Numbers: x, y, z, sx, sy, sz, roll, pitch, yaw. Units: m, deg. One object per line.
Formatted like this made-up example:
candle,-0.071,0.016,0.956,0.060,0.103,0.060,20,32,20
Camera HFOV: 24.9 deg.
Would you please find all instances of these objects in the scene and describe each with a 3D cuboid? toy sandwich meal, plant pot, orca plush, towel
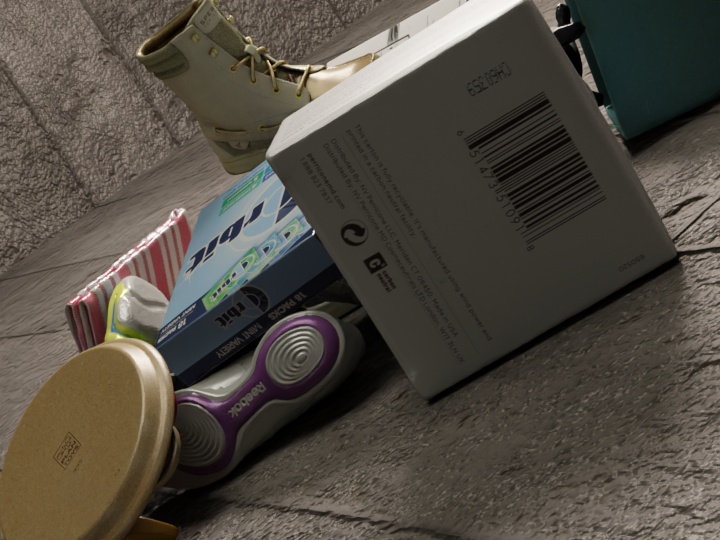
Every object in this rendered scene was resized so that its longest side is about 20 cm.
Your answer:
toy sandwich meal,-0.190,0.145,1.181,0.205,0.070,0.206,-27,48,33
plant pot,0.283,-0.220,1.360,0.199,0.142,0.141,-20,14,7
orca plush,0.177,-0.168,1.360,0.200,0.071,0.106,87,-152,-81
towel,-0.205,0.046,1.523,0.030,0.147,0.200,7,31,24

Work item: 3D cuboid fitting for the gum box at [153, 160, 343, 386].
gum box,-0.071,-0.024,1.257,0.170,0.045,0.200,-35,24,27

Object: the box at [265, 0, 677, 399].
box,0.074,-0.058,1.094,0.200,0.199,0.131,-31,12,11

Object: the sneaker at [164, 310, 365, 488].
sneaker,-0.077,0.102,1.213,0.200,0.075,0.100,-33,-13,17

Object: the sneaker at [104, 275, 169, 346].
sneaker,-0.209,0.093,1.403,0.105,0.076,0.200,-39,34,20

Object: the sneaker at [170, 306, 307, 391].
sneaker,-0.115,0.100,1.305,0.200,0.076,0.088,-30,-2,-3

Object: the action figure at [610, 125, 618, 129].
action figure,0.103,-0.080,1.344,0.199,0.055,0.118,-18,6,-18

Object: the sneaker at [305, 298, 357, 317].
sneaker,0.023,-0.040,1.416,0.200,0.085,0.075,-33,12,-2

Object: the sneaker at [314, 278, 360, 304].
sneaker,0.000,0.000,1.273,0.099,0.078,0.200,-2,-4,-15

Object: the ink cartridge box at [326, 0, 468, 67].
ink cartridge box,0.082,-0.190,1.673,0.200,0.146,0.085,-24,55,39

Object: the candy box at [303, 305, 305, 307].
candy box,-0.103,0.030,1.530,0.116,0.057,0.200,-29,12,17

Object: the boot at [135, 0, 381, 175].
boot,-0.086,-0.178,1.424,0.200,0.155,0.072,-21,31,34
